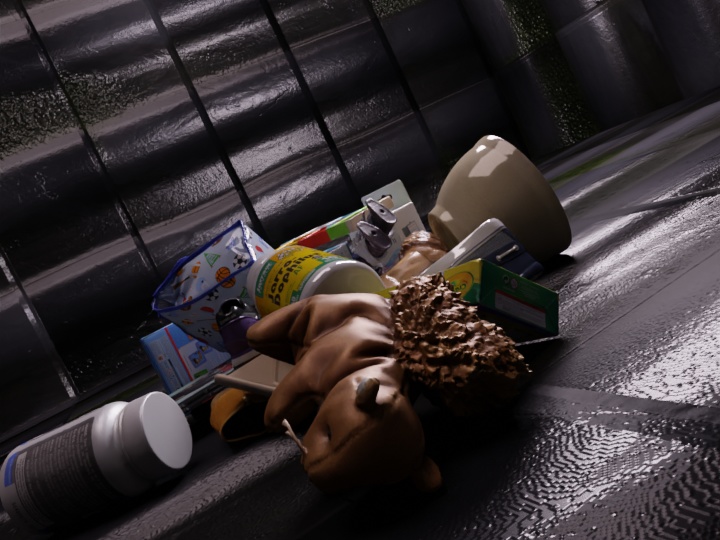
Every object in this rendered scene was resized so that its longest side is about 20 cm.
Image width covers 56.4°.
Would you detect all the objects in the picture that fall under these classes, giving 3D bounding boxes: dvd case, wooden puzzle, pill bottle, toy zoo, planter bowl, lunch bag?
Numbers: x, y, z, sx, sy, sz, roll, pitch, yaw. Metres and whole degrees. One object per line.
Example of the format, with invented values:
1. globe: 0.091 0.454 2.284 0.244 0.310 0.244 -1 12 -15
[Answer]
1. dvd case: -0.205 0.157 1.017 0.199 0.022 0.146 -29 5 -25
2. wooden puzzle: -0.040 0.112 0.788 0.184 0.038 0.200 4 18 39
3. pill bottle: -0.063 0.030 0.817 0.112 0.113 0.200 -28 22 -24
4. toy zoo: -0.056 -0.060 1.071 0.199 0.021 0.131 -20 9 36
5. planter bowl: 0.182 -0.070 0.960 0.134 0.201 0.200 -37 6 -5
6. pill bottle: -0.309 0.225 0.795 0.199 0.114 0.114 -25 5 12
7. lunch bag: -0.214 0.040 1.099 0.200 0.170 0.124 -36 45 12

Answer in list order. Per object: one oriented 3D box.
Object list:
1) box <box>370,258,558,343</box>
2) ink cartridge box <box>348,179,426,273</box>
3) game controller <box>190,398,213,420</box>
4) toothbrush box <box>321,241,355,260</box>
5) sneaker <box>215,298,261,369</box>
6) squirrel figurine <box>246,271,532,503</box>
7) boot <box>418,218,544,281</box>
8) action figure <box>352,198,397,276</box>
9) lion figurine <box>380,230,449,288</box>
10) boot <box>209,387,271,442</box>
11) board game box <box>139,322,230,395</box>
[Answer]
1. box: 0.083 0.047 0.677 0.117 0.049 0.199 21 -24 -33
2. ink cartridge box: 0.056 -0.038 1.133 0.067 0.201 0.117 -30 6 -39
3. game controller: -0.202 0.178 1.070 0.104 0.042 0.200 -41 4 7
4. toothbrush box: -0.071 0.047 1.225 0.085 0.147 0.200 -28 4 -32
5. sneaker: -0.164 0.076 0.981 0.075 0.088 0.200 -28 3 -4
6. squirrel figurine: 0.022 0.081 0.510 0.199 0.142 0.187 -29 12 -3
7. boot: 0.122 0.029 0.795 0.200 0.090 0.073 -40 -18 -9
8. action figure: 0.000 0.000 0.977 0.130 0.069 0.201 -49 -15 -45
9. lion figurine: 0.067 0.011 0.913 0.122 0.073 0.200 24 40 34
10. boot: -0.096 0.147 0.852 0.201 0.071 0.144 -31 13 -18
11. board game box: -0.265 0.142 1.196 0.199 0.152 0.037 -28 4 -26
